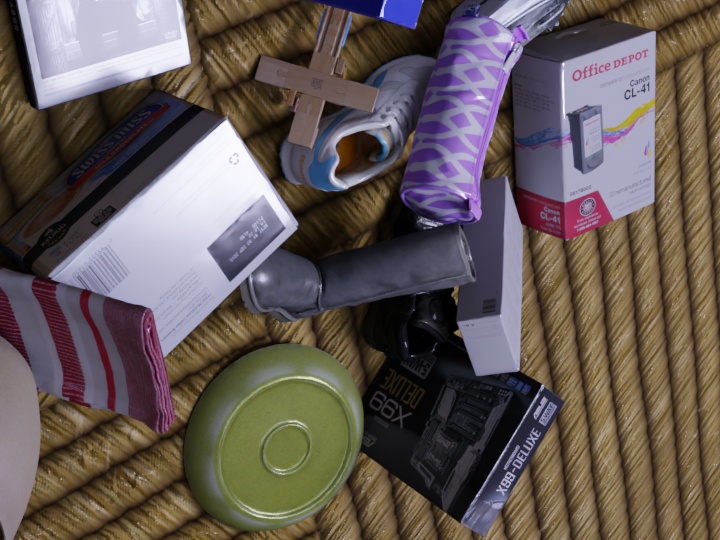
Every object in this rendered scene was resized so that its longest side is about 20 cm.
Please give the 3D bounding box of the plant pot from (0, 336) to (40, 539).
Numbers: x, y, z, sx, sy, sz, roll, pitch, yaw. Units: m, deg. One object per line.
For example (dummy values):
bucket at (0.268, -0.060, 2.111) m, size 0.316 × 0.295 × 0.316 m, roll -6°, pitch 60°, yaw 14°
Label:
plant pot at (-0.333, 0.118, 1.062) m, size 0.135 × 0.198 × 0.202 m, roll -62°, pitch 138°, yaw -40°

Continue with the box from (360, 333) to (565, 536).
box at (0.091, 0.154, 1.379) m, size 0.050 × 0.199 × 0.159 m, roll 35°, pitch 87°, yaw -43°

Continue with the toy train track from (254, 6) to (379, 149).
toy train track at (-0.027, -0.210, 1.241) m, size 0.033 × 0.113 × 0.203 m, roll 60°, pitch 46°, yaw -83°

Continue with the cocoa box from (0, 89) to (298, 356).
cocoa box at (-0.182, -0.033, 1.137) m, size 0.200 × 0.131 × 0.134 m, roll -44°, pitch 127°, yaw -15°

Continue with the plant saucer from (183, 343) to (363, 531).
plant saucer at (-0.079, 0.174, 1.343) m, size 0.197 × 0.031 × 0.203 m, roll -8°, pitch 109°, yaw -25°

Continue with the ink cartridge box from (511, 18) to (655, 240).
ink cartridge box at (0.243, -0.154, 1.453) m, size 0.146 × 0.085 × 0.203 m, roll -22°, pitch 121°, yaw -30°

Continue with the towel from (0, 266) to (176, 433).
towel at (-0.246, 0.057, 1.068) m, size 0.145 × 0.197 × 0.023 m, roll 87°, pitch 23°, yaw -47°

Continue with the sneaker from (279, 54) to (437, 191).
sneaker at (0.020, -0.137, 1.287) m, size 0.199 × 0.080 × 0.077 m, roll -39°, pitch 126°, yaw -25°

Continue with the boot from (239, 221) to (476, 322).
boot at (0.000, -0.002, 1.233) m, size 0.182 × 0.197 × 0.074 m, roll 24°, pitch 60°, yaw -73°

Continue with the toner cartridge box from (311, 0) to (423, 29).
toner cartridge box at (-0.016, -0.270, 1.128) m, size 0.043 × 0.199 × 0.096 m, roll 10°, pitch 102°, yaw -40°

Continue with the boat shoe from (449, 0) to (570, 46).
boat shoe at (0.176, -0.278, 1.372) m, size 0.199 × 0.072 × 0.071 m, roll -34°, pitch 133°, yaw -10°

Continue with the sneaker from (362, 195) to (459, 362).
sneaker at (0.070, 0.000, 1.357) m, size 0.075 × 0.114 × 0.202 m, roll 15°, pitch 96°, yaw -30°

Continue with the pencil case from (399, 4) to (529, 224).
pencil case at (0.100, -0.143, 1.271) m, size 0.084 × 0.084 × 0.203 m, roll 42°, pitch 60°, yaw -57°

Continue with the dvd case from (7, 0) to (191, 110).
dvd case at (-0.219, -0.248, 1.095) m, size 0.149 × 0.025 × 0.203 m, roll -22°, pitch 120°, yaw -30°

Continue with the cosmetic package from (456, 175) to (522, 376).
cosmetic package at (0.133, 0.003, 1.368) m, size 0.202 × 0.050 × 0.083 m, roll -82°, pitch 155°, yaw -45°
